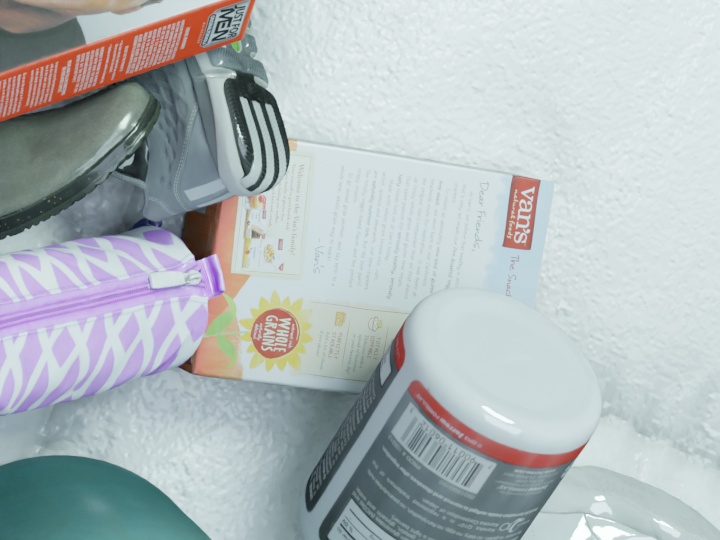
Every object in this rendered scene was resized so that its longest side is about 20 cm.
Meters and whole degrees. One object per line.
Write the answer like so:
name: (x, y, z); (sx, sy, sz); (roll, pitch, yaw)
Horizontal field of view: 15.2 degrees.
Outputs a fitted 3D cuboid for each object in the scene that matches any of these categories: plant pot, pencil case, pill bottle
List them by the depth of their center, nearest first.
pencil case: (-0.158, 0.027, 1.378); (0.200, 0.085, 0.084); (-16, 93, -51)
plant pot: (-0.139, 0.208, 1.407); (0.200, 0.161, 0.201); (-3, 97, -23)
pill bottle: (0.036, 0.116, 1.456); (0.116, 0.116, 0.200); (13, 128, -24)

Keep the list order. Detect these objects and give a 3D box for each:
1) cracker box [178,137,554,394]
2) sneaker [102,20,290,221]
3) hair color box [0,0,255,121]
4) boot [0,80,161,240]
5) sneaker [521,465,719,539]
cracker box: (0.000, 0.000, 1.500); (0.200, 0.058, 0.134); (8, 94, -23)
sneaker: (-0.114, -0.119, 1.429); (0.075, 0.115, 0.200); (21, 51, -57)
hair color box: (-0.162, -0.136, 1.324); (0.200, 0.061, 0.102); (-21, 74, -19)
boot: (-0.213, -0.076, 1.360); (0.200, 0.068, 0.131); (-27, 110, 9)
sneaker: (0.126, 0.163, 1.577); (0.200, 0.075, 0.089); (17, 102, -19)
